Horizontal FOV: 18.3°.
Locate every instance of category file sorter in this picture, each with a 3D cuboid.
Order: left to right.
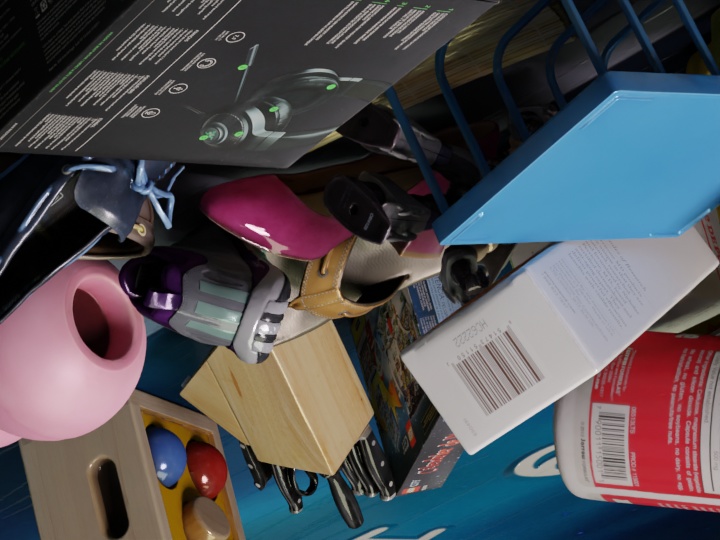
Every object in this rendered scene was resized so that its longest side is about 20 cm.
[{"bbox_3d":[0.128,-0.101,1.187,0.200,0.123,0.139,-3,150,-45],"label":"file sorter"}]

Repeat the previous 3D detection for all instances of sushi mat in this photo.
[{"bbox_3d":[0.022,-0.111,1.275,0.200,0.012,0.096,-22,159,17],"label":"sushi mat"}]

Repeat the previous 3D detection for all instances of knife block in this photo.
[{"bbox_3d":[-0.031,0.099,1.575,0.064,0.175,0.200,-56,-176,-33],"label":"knife block"}]

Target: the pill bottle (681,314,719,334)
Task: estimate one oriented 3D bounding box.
[{"bbox_3d":[0.245,0.019,1.659,0.200,0.109,0.109,-14,160,-6],"label":"pill bottle"}]

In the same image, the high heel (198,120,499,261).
[{"bbox_3d":[-0.005,-0.059,1.342,0.200,0.067,0.096,0,125,-46],"label":"high heel"}]

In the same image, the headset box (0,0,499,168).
[{"bbox_3d":[-0.060,-0.129,1.042,0.200,0.093,0.174,1,154,-41],"label":"headset box"}]

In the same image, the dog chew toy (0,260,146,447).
[{"bbox_3d":[-0.229,0.056,1.384,0.200,0.125,0.124,-20,161,34],"label":"dog chew toy"}]

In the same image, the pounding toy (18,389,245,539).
[{"bbox_3d":[-0.141,0.206,1.729,0.142,0.200,0.184,-22,160,16],"label":"pounding toy"}]

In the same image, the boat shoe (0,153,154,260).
[{"bbox_3d":[-0.204,-0.034,1.236,0.200,0.060,0.072,-1,156,-36],"label":"boat shoe"}]

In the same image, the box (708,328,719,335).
[{"bbox_3d":[0.308,0.058,1.570,0.158,0.050,0.200,-1,155,-43],"label":"box"}]

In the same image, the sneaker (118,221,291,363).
[{"bbox_3d":[-0.105,-0.002,1.336,0.087,0.075,0.200,17,-176,-18],"label":"sneaker"}]

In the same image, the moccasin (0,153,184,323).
[{"bbox_3d":[-0.138,-0.038,1.181,0.200,0.068,0.080,-43,141,6],"label":"moccasin"}]

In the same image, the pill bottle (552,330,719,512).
[{"bbox_3d":[0.231,0.097,1.411,0.200,0.112,0.112,4,169,24],"label":"pill bottle"}]

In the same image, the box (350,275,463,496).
[{"bbox_3d":[0.040,0.065,1.583,0.038,0.137,0.200,-11,160,-13],"label":"box"}]

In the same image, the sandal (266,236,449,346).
[{"bbox_3d":[0.000,0.000,1.444,0.200,0.055,0.082,-17,117,-3],"label":"sandal"}]

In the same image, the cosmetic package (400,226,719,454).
[{"bbox_3d":[0.117,0.021,1.276,0.101,0.071,0.200,-36,177,32],"label":"cosmetic package"}]

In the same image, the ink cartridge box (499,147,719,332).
[{"bbox_3d":[0.181,-0.022,1.483,0.067,0.117,0.200,-30,156,37],"label":"ink cartridge box"}]

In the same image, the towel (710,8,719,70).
[{"bbox_3d":[0.235,-0.082,1.251,0.018,0.200,0.086,22,143,-30],"label":"towel"}]

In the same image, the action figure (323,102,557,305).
[{"bbox_3d":[0.062,-0.044,1.316,0.069,0.130,0.200,23,-171,40],"label":"action figure"}]

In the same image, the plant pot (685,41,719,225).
[{"bbox_3d":[0.312,-0.079,1.345,0.176,0.200,0.200,16,144,-39],"label":"plant pot"}]
